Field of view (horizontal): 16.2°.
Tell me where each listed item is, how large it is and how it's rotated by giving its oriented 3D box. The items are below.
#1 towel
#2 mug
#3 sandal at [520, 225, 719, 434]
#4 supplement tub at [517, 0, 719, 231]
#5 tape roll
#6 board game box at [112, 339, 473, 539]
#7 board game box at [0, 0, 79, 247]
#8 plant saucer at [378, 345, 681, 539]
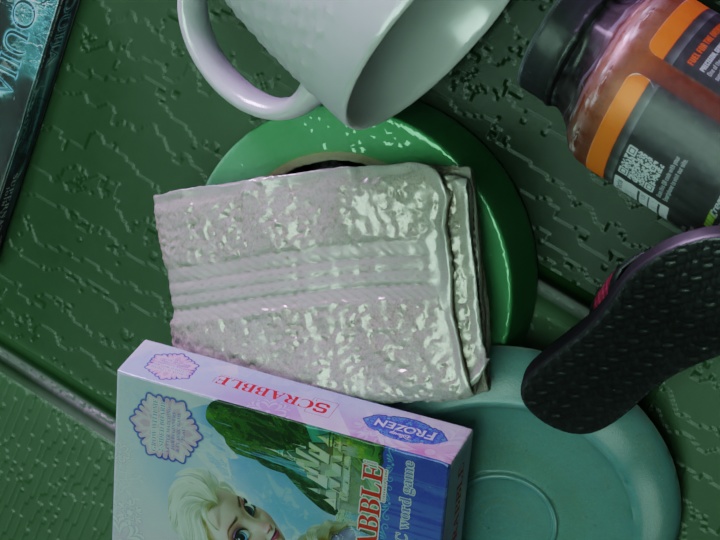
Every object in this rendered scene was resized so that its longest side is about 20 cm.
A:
[{"bbox_3d":[-0.023,0.012,1.401,0.199,0.034,0.133,-6,90,27],"label":"towel"},{"bbox_3d":[-0.029,-0.170,1.362,0.175,0.147,0.200,45,125,14],"label":"mug"},{"bbox_3d":[0.153,0.021,1.312,0.075,0.045,0.200,35,138,-15],"label":"sandal"},{"bbox_3d":[0.182,-0.074,1.315,0.200,0.107,0.107,34,115,11],"label":"supplement tub"},{"bbox_3d":[0.000,0.000,1.447,0.199,0.048,0.202,7,107,22],"label":"tape roll"},{"bbox_3d":[-0.044,0.156,1.420,0.198,0.041,0.201,14,119,18],"label":"board game box"},{"bbox_3d":[-0.254,-0.114,1.535,0.135,0.028,0.201,27,113,14],"label":"board game box"},{"bbox_3d":[0.081,0.137,1.429,0.199,0.027,0.201,4,118,7],"label":"plant saucer"}]
